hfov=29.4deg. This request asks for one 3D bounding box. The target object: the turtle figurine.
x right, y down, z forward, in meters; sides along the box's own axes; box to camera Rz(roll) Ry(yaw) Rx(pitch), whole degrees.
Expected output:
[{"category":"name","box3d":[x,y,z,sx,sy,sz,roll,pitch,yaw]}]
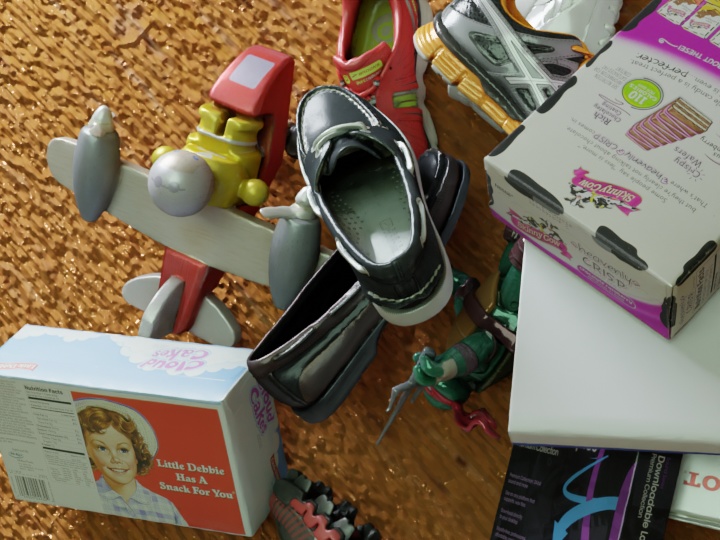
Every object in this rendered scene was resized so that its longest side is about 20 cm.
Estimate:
[{"category":"turtle figurine","box3d":[0.075,0.023,0.901,0.200,0.100,0.150,-56,24,14]}]

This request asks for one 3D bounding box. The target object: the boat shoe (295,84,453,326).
[{"category":"boat shoe","box3d":[0.003,-0.058,0.852,0.075,0.060,0.200,-31,51,1]}]

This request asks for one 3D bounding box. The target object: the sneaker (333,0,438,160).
[{"category":"sneaker","box3d":[0.007,-0.120,0.961,0.077,0.085,0.201,-8,75,22]}]

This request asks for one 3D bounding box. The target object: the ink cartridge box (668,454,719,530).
[{"category":"ink cartridge box","box3d":[0.268,0.064,0.820,0.146,0.083,0.201,10,83,24]}]

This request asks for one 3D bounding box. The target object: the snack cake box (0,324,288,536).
[{"category":"snack cake box","box3d":[-0.158,0.109,0.960,0.199,0.067,0.115,5,120,23]}]

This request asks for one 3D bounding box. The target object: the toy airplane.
[{"category":"toy airplane","box3d":[-0.115,-0.041,0.962,0.199,0.141,0.200,-22,78,12]}]

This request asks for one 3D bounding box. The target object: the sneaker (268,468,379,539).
[{"category":"sneaker","box3d":[-0.011,0.227,0.904,0.098,0.071,0.201,-42,69,7]}]

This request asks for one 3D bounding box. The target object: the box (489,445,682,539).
[{"category":"box","box3d":[0.131,0.151,0.837,0.143,0.036,0.201,0,73,67]}]

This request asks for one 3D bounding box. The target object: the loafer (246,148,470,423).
[{"category":"loafer","box3d":[0.000,0.000,0.883,0.200,0.063,0.072,-59,23,-10]}]

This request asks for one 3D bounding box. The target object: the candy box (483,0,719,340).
[{"category":"candy box","box3d":[0.187,-0.076,0.783,0.200,0.061,0.136,-42,60,-16]}]

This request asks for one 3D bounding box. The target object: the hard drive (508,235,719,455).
[{"category":"hard drive","box3d":[0.188,0.038,0.766,0.199,0.025,0.132,1,62,14]}]

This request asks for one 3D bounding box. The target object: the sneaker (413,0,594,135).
[{"category":"sneaker","box3d":[0.126,-0.108,0.867,0.200,0.078,0.077,43,103,6]}]

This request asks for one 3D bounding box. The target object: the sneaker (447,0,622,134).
[{"category":"sneaker","box3d":[0.151,-0.174,0.933,0.100,0.075,0.200,41,100,10]}]
